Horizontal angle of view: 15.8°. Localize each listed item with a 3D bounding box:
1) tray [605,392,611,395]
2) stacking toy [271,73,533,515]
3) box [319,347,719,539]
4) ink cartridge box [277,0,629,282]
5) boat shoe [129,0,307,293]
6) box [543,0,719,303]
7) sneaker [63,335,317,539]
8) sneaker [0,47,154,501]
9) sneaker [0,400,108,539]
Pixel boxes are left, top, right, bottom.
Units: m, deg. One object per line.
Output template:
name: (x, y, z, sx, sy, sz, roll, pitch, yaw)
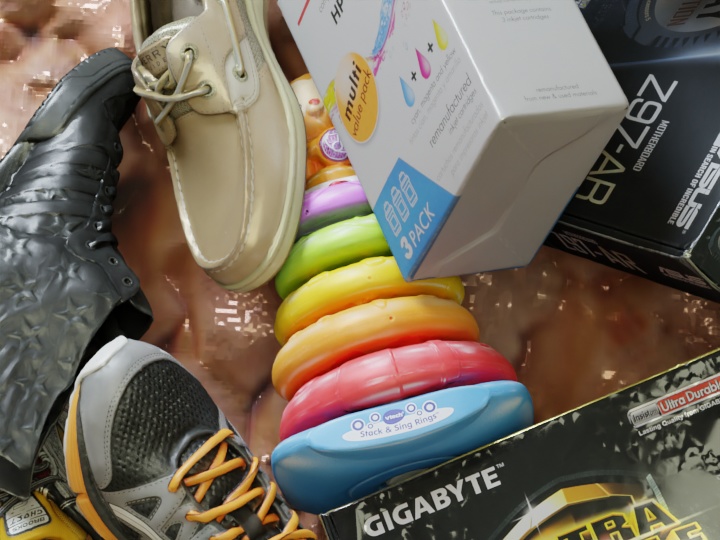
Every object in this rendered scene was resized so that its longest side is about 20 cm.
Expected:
tray: (0.081, 0.153, 1.148, 0.200, 0.022, 0.107, -45, 50, -8)
stacking toy: (0.000, 0.000, 1.158, 0.116, 0.110, 0.201, -14, 70, -1)
box: (0.103, 0.139, 1.084, 0.199, 0.049, 0.160, -22, 75, 5)
ink cartridge box: (0.028, -0.110, 1.123, 0.068, 0.115, 0.200, -7, 57, -29)
boat shoe: (-0.073, -0.087, 1.154, 0.065, 0.072, 0.201, 12, 64, -44)
box: (0.150, -0.093, 1.144, 0.044, 0.160, 0.200, 38, 80, -37)
sneaker: (-0.054, 0.113, 1.105, 0.078, 0.077, 0.200, -43, 114, -34)
sneaker: (-0.128, -0.004, 1.137, 0.104, 0.060, 0.200, 35, 57, 7)
sneaker: (-0.142, 0.097, 1.135, 0.078, 0.082, 0.201, -27, 82, -5)
